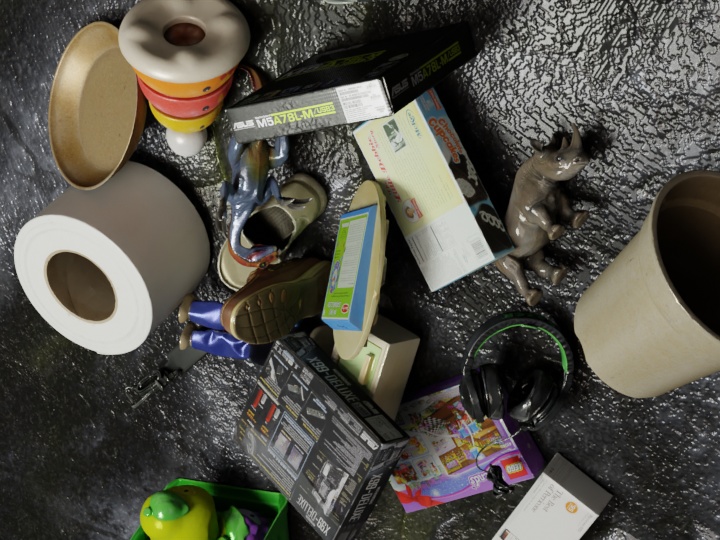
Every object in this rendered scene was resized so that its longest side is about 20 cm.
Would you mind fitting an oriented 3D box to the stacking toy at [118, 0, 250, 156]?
[{"bbox_3d":[-0.199,-0.210,1.702,0.146,0.146,0.200,27,145,17],"label":"stacking toy"}]

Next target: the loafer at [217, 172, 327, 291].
[{"bbox_3d":[-0.118,-0.040,1.754,0.076,0.068,0.200,45,129,4],"label":"loafer"}]

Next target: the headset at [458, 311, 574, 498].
[{"bbox_3d":[0.168,0.147,1.638,0.123,0.094,0.201,9,110,-7],"label":"headset"}]

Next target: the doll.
[{"bbox_3d":[-0.122,0.074,1.805,0.199,0.048,0.137,9,120,12],"label":"doll"}]

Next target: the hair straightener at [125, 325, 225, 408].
[{"bbox_3d":[-0.255,0.127,1.922,0.200,0.077,0.041,-33,96,39],"label":"hair straightener"}]

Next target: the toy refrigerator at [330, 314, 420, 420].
[{"bbox_3d":[-0.004,0.157,1.748,0.076,0.070,0.201,30,112,32],"label":"toy refrigerator"}]

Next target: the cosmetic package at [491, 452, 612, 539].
[{"bbox_3d":[0.211,0.313,1.750,0.082,0.051,0.200,36,128,10],"label":"cosmetic package"}]

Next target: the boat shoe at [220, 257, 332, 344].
[{"bbox_3d":[-0.102,0.030,1.698,0.067,0.200,0.072,20,115,27],"label":"boat shoe"}]

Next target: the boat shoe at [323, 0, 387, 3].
[{"bbox_3d":[-0.009,-0.315,1.549,0.199,0.076,0.060,15,160,14],"label":"boat shoe"}]

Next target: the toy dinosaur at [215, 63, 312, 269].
[{"bbox_3d":[-0.112,-0.102,1.675,0.105,0.200,0.182,12,123,-15],"label":"toy dinosaur"}]

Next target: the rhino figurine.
[{"bbox_3d":[0.190,-0.068,1.551,0.087,0.060,0.201,43,132,35],"label":"rhino figurine"}]

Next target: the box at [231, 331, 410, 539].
[{"bbox_3d":[-0.050,0.194,1.717,0.200,0.050,0.158,42,121,31],"label":"box"}]

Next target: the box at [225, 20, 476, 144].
[{"bbox_3d":[-0.009,-0.194,1.526,0.199,0.193,0.048,-6,113,35],"label":"box"}]

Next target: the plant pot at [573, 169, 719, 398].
[{"bbox_3d":[0.315,0.031,1.464,0.201,0.200,0.183,48,141,1],"label":"plant pot"}]

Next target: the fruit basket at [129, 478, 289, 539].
[{"bbox_3d":[-0.211,0.333,1.952,0.215,0.156,0.216,18,137,17],"label":"fruit basket"}]

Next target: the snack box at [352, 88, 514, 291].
[{"bbox_3d":[0.076,-0.088,1.592,0.116,0.037,0.201,-29,86,51],"label":"snack box"}]

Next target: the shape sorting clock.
[{"bbox_3d":[0.000,0.000,1.640,0.039,0.200,0.200,12,127,-13],"label":"shape sorting clock"}]

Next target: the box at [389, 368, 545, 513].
[{"bbox_3d":[0.104,0.203,1.764,0.200,0.039,0.137,-22,100,37],"label":"box"}]

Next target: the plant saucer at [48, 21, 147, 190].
[{"bbox_3d":[-0.308,-0.195,1.768,0.200,0.035,0.201,-4,84,49],"label":"plant saucer"}]

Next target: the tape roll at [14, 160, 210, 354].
[{"bbox_3d":[-0.305,-0.017,1.821,0.202,0.139,0.203,16,129,21],"label":"tape roll"}]
